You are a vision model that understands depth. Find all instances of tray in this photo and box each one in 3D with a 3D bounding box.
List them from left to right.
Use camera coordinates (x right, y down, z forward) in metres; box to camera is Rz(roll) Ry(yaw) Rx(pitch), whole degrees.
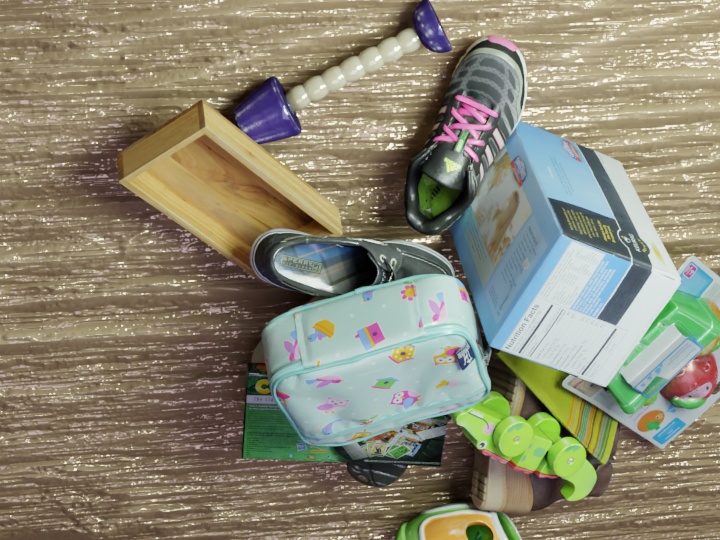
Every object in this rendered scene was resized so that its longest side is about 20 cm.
[{"bbox_3d":[-0.114,-0.068,1.451,0.098,0.037,0.200,-29,140,23],"label":"tray"}]

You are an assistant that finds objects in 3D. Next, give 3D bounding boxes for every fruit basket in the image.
[{"bbox_3d":[0.323,0.093,1.653,0.185,0.094,0.199,-44,127,14],"label":"fruit basket"}]

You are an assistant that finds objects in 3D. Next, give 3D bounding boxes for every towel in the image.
[{"bbox_3d":[0.204,0.107,1.645,0.018,0.087,0.200,-15,132,38],"label":"towel"}]

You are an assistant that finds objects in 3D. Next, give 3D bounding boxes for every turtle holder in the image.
[{"bbox_3d":[0.117,0.326,1.741,0.131,0.141,0.186,-32,123,10],"label":"turtle holder"}]

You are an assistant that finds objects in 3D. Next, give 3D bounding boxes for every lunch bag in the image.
[{"bbox_3d":[0.021,0.086,1.469,0.198,0.078,0.161,-15,144,7],"label":"lunch bag"}]

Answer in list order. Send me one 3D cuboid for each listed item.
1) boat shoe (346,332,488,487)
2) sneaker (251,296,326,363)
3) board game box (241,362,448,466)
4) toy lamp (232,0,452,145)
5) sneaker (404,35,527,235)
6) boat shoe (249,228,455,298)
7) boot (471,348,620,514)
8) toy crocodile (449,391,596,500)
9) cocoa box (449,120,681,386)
[{"bbox_3d":[0.051,0.126,1.632,0.075,0.074,0.200,34,113,-16],"label":"boat shoe"},{"bbox_3d":[-0.001,0.063,1.584,0.199,0.071,0.099,-34,128,17],"label":"sneaker"},{"bbox_3d":[-0.014,0.140,1.578,0.197,0.024,0.106,3,124,-6],"label":"board game box"},{"bbox_3d":[-0.018,-0.169,1.424,0.198,0.058,0.058,-28,125,8],"label":"toy lamp"},{"bbox_3d":[0.091,-0.112,1.457,0.073,0.088,0.201,26,120,3],"label":"sneaker"},{"bbox_3d":[0.000,0.000,1.467,0.198,0.066,0.071,13,94,-20],"label":"boat shoe"},{"bbox_3d":[0.199,0.157,1.700,0.165,0.072,0.202,-4,113,-29],"label":"boot"},{"bbox_3d":[0.157,0.170,1.594,0.199,0.067,0.062,25,101,-36],"label":"toy crocodile"},{"bbox_3d":[0.179,-0.019,1.479,0.130,0.201,0.134,19,120,-22],"label":"cocoa box"}]
